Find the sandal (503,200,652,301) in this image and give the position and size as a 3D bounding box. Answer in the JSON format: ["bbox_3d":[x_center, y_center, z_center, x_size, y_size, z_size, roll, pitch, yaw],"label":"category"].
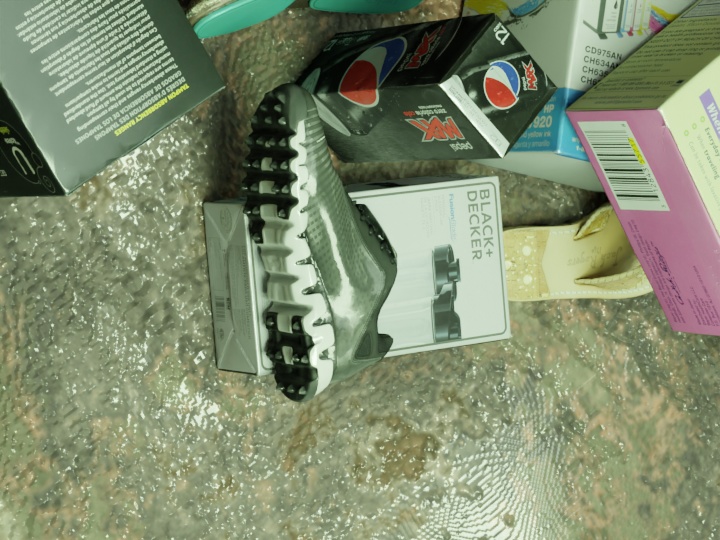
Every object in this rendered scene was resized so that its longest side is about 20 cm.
[{"bbox_3d":[0.182,-0.013,1.666,0.211,0.070,0.078,-11,97,-30],"label":"sandal"}]

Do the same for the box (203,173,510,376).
[{"bbox_3d":[0.000,0.000,1.566,0.200,0.060,0.117,-6,94,-30],"label":"box"}]

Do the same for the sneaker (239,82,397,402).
[{"bbox_3d":[-0.021,-0.022,1.484,0.090,0.066,0.201,-13,102,-32],"label":"sneaker"}]

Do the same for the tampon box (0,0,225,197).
[{"bbox_3d":[-0.203,-0.159,1.392,0.126,0.150,0.200,-36,109,-24],"label":"tampon box"}]

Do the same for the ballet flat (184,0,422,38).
[{"bbox_3d":[-0.044,-0.200,1.542,0.200,0.068,0.075,-13,76,-35],"label":"ballet flat"}]

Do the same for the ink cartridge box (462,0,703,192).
[{"bbox_3d":[0.165,-0.164,1.609,0.147,0.145,0.201,11,86,-30],"label":"ink cartridge box"}]

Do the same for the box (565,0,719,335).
[{"bbox_3d":[0.262,-0.085,1.531,0.200,0.097,0.176,-39,113,-25],"label":"box"}]

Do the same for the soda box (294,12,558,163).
[{"bbox_3d":[0.035,-0.114,1.502,0.071,0.200,0.063,47,69,-23],"label":"soda box"}]
